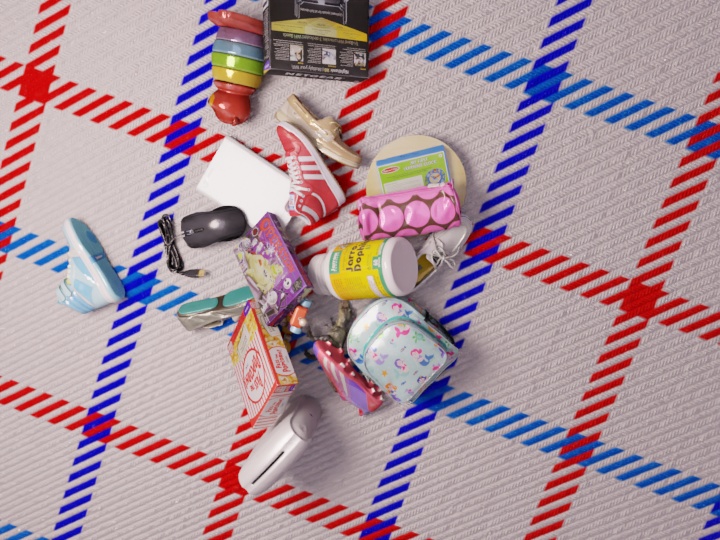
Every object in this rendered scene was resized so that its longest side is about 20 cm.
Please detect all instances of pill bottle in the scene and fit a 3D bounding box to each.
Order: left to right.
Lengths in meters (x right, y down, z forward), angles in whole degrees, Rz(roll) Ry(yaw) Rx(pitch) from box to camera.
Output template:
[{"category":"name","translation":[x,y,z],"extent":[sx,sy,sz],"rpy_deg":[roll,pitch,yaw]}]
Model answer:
[{"category":"pill bottle","translation":[0.000,0.000,1.107],"extent":[0.199,0.113,0.114],"rpy_deg":[-6,97,35]}]

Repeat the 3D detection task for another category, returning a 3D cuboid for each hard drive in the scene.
[{"category":"hard drive","translation":[-0.222,-0.167,1.178],"extent":[0.199,0.026,0.132],"rpy_deg":[33,98,0]}]

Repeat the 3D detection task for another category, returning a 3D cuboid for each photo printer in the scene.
[{"category":"photo printer","translation":[-0.158,0.348,1.145],"extent":[0.069,0.200,0.166],"rpy_deg":[43,99,-1]}]

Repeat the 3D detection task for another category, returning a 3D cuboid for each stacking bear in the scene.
[{"category":"stacking bear","translation":[-0.244,-0.385,1.114],"extent":[0.113,0.121,0.201],"rpy_deg":[3,108,-31]}]

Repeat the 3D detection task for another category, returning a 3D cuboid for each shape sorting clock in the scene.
[{"category":"shape sorting clock","translation":[0.111,-0.167,1.142],"extent":[0.199,0.039,0.201],"rpy_deg":[1,109,3]}]

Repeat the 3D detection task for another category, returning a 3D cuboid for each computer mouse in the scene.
[{"category":"computer mouse","translation":[-0.328,-0.055,1.177],"extent":[0.199,0.046,0.141],"rpy_deg":[-6,99,14]}]

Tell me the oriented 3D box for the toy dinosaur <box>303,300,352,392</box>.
[{"category":"toy dinosaur","translation":[-0.072,0.158,1.195],"extent":[0.088,0.047,0.201],"rpy_deg":[10,101,-3]}]

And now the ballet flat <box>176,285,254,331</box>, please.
[{"category":"ballet flat","translation":[-0.284,0.082,1.202],"extent":[0.199,0.068,0.064],"rpy_deg":[-14,123,7]}]

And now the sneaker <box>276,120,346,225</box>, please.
[{"category":"sneaker","translation":[-0.124,-0.181,1.111],"extent":[0.112,0.071,0.200],"rpy_deg":[-42,110,-15]}]

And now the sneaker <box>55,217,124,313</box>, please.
[{"category":"sneaker","translation":[-0.601,0.000,1.203],"extent":[0.130,0.080,0.201],"rpy_deg":[-27,93,6]}]

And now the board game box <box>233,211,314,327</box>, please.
[{"category":"board game box","translation":[-0.174,-0.005,1.117],"extent":[0.120,0.032,0.200],"rpy_deg":[-42,57,17]}]

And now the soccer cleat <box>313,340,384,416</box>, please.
[{"category":"soccer cleat","translation":[-0.034,0.223,1.170],"extent":[0.076,0.067,0.200],"rpy_deg":[-41,111,15]}]

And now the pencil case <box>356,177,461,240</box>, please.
[{"category":"pencil case","translation":[0.090,-0.116,1.095],"extent":[0.199,0.091,0.094],"rpy_deg":[-11,133,6]}]

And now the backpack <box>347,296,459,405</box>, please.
[{"category":"backpack","translation":[0.073,0.149,1.134],"extent":[0.200,0.151,0.178],"rpy_deg":[44,99,4]}]

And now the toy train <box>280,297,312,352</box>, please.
[{"category":"toy train","translation":[-0.157,0.131,1.144],"extent":[0.055,0.150,0.201],"rpy_deg":[19,103,-12]}]

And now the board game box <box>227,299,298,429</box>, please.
[{"category":"board game box","translation":[-0.195,0.180,1.118],"extent":[0.152,0.046,0.201],"rpy_deg":[-59,44,37]}]

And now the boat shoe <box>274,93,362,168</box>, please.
[{"category":"boat shoe","translation":[-0.073,-0.276,1.128],"extent":[0.199,0.074,0.069],"rpy_deg":[34,104,1]}]

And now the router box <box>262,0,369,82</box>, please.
[{"category":"router box","translation":[-0.082,-0.446,1.079],"extent":[0.199,0.052,0.158],"rpy_deg":[-2,97,-23]}]

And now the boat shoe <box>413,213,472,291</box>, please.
[{"category":"boat shoe","translation":[0.145,-0.027,1.124],"extent":[0.202,0.086,0.075],"rpy_deg":[-41,109,9]}]
